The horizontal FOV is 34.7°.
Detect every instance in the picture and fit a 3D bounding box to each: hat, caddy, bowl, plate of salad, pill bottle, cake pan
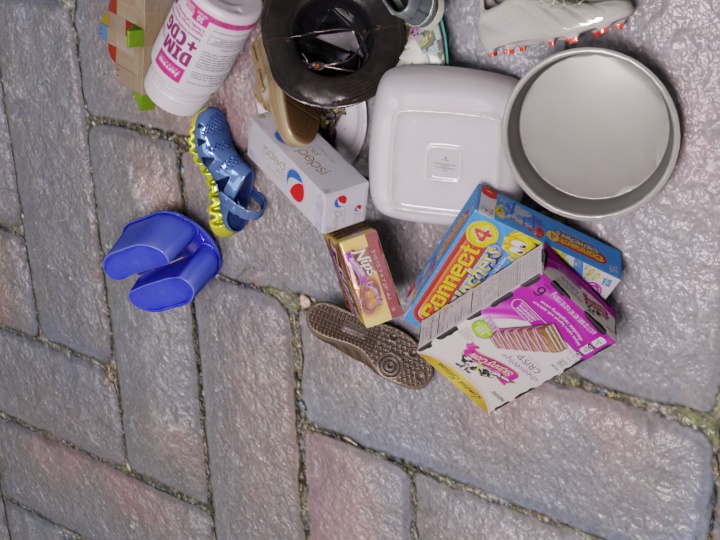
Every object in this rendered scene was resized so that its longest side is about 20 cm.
[{"bbox_3d":[-0.032,-0.293,1.483,0.199,0.081,0.202,-1,79,5],"label":"hat"},{"bbox_3d":[-0.312,-0.020,1.830,0.199,0.105,0.142,-14,121,42],"label":"caddy"},{"bbox_3d":[0.104,-0.140,1.393,0.199,0.075,0.201,7,116,8],"label":"bowl"},{"bbox_3d":[-0.076,-0.222,1.581,0.199,0.048,0.201,17,119,33],"label":"plate of salad"},{"bbox_3d":[-0.226,-0.320,1.618,0.113,0.113,0.200,48,132,13],"label":"pill bottle"},{"bbox_3d":[0.260,-0.156,1.301,0.199,0.037,0.201,8,115,18],"label":"cake pan"}]

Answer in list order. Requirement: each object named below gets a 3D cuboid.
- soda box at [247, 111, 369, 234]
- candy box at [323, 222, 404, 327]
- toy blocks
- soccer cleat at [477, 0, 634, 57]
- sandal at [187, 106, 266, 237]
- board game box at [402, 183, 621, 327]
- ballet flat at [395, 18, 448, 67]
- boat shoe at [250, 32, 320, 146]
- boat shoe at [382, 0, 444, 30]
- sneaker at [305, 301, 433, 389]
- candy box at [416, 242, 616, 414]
[{"bbox_3d":[-0.072,-0.134,1.498,0.200,0.068,0.064,47,144,37],"label":"soda box"},{"bbox_3d":[0.000,0.000,1.529,0.200,0.056,0.117,-150,41,-79],"label":"candy box"},{"bbox_3d":[-0.339,-0.359,1.723,0.136,0.100,0.201,33,127,39],"label":"toy blocks"},{"bbox_3d":[0.212,-0.292,1.299,0.199,0.069,0.078,-1,105,43],"label":"soccer cleat"},{"bbox_3d":[-0.191,-0.146,1.696,0.087,0.079,0.201,1,117,36],"label":"sandal"},{"bbox_3d":[0.182,0.019,1.403,0.195,0.056,0.200,24,129,-8],"label":"board game box"},{"bbox_3d":[0.081,-0.225,1.427,0.069,0.071,0.201,-136,32,-70],"label":"ballet flat"},{"bbox_3d":[-0.103,-0.236,1.514,0.064,0.071,0.201,-32,52,30],"label":"boat shoe"},{"bbox_3d":[0.035,-0.379,1.387,0.073,0.062,0.201,-39,67,36],"label":"boat shoe"},{"bbox_3d":[0.016,0.103,1.642,0.199,0.076,0.071,31,85,6],"label":"sneaker"},{"bbox_3d":[0.184,0.073,1.370,0.136,0.061,0.200,40,126,-21],"label":"candy box"}]
